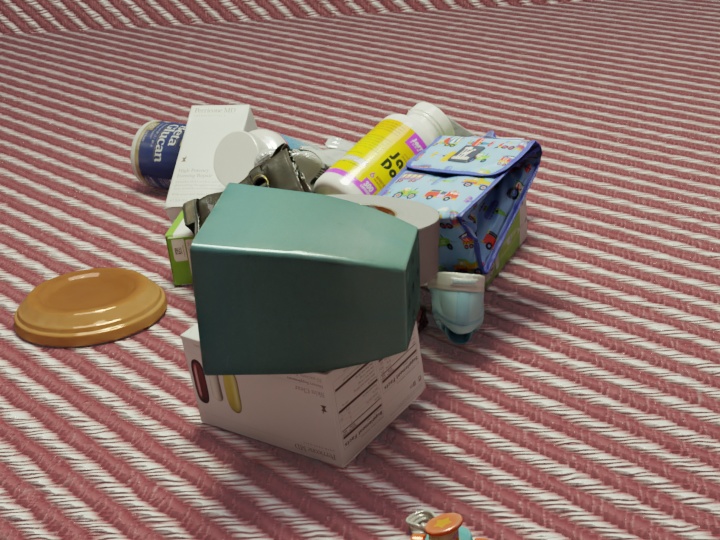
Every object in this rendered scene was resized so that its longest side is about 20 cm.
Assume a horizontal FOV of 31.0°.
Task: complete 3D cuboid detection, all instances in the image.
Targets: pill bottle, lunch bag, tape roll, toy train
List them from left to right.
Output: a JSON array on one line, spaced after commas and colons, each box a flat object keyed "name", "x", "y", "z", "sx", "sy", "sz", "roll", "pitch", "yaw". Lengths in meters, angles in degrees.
[{"name": "pill bottle", "x": -0.271, "y": -0.183, "z": 2.133, "sx": 0.198, "sy": 0.113, "sz": 0.111, "roll": 9, "pitch": 25, "yaw": 32}, {"name": "pill bottle", "x": -0.127, "y": -0.148, "z": 1.928, "sx": 0.108, "sy": 0.110, "sz": 0.199, "roll": 9, "pitch": -1, "yaw": 31}, {"name": "tape roll", "x": -0.011, "y": -0.031, "z": 1.426, "sx": 0.197, "sy": 0.067, "sz": 0.201, "roll": 0, "pitch": 16, "yaw": 0}, {"name": "toy train", "x": 0.013, "y": 0.238, "z": 1.086, "sx": 0.198, "sy": 0.056, "sz": 0.150, "roll": -19, "pitch": 26, "yaw": -32}, {"name": "pill bottle", "x": 0.036, "y": -0.136, "z": 1.717, "sx": 0.104, "sy": 0.105, "sz": 0.200, "roll": 17, "pitch": 52, "yaw": 44}, {"name": "lunch bag", "x": 0.122, "y": -0.097, "z": 1.571, "sx": 0.149, "sy": 0.095, "sz": 0.201, "roll": 4, "pitch": 44, "yaw": 39}]

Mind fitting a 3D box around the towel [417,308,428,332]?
[{"name": "towel", "x": -0.019, "y": 0.085, "z": 1.529, "sx": 0.142, "sy": 0.023, "sz": 0.200, "roll": 4, "pitch": 23, "yaw": 23}]

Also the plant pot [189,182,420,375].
[{"name": "plant pot", "x": -0.045, "y": 0.013, "z": 1.255, "sx": 0.197, "sy": 0.143, "sz": 0.142, "roll": 4, "pitch": 30, "yaw": 10}]

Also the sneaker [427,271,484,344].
[{"name": "sneaker", "x": 0.111, "y": 0.045, "z": 1.547, "sx": 0.073, "sy": 0.083, "sz": 0.200, "roll": 6, "pitch": -2, "yaw": 6}]

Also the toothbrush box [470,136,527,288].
[{"name": "toothbrush box", "x": 0.158, "y": -0.082, "z": 1.747, "sx": 0.085, "sy": 0.148, "sz": 0.200, "roll": 5, "pitch": 24, "yaw": 24}]

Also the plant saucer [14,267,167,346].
[{"name": "plant saucer", "x": -0.351, "y": 0.041, "z": 1.685, "sx": 0.197, "sy": 0.038, "sz": 0.201, "roll": -4, "pitch": 22, "yaw": 2}]

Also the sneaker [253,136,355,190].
[{"name": "sneaker", "x": -0.060, "y": -0.139, "z": 1.803, "sx": 0.197, "sy": 0.076, "sz": 0.115, "roll": 10, "pitch": 22, "yaw": -19}]

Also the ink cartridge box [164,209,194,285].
[{"name": "ink cartridge box", "x": -0.156, "y": -0.048, "z": 1.803, "sx": 0.197, "sy": 0.077, "sz": 0.148, "roll": -4, "pitch": 21, "yaw": 8}]

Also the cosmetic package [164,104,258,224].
[{"name": "cosmetic package", "x": -0.225, "y": -0.157, "z": 1.985, "sx": 0.100, "sy": 0.074, "sz": 0.202, "roll": 0, "pitch": 57, "yaw": 12}]

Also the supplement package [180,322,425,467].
[{"name": "supplement package", "x": -0.059, "y": 0.097, "z": 1.361, "sx": 0.198, "sy": 0.112, "sz": 0.155, "roll": 11, "pitch": 34, "yaw": 36}]

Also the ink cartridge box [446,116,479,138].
[{"name": "ink cartridge box", "x": 0.142, "y": -0.149, "z": 1.849, "sx": 0.199, "sy": 0.095, "sz": 0.037, "roll": 29, "pitch": 8, "yaw": -28}]

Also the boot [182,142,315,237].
[{"name": "boot", "x": -0.133, "y": -0.057, "z": 1.669, "sx": 0.172, "sy": 0.069, "sz": 0.202, "roll": -25, "pitch": 61, "yaw": 8}]
